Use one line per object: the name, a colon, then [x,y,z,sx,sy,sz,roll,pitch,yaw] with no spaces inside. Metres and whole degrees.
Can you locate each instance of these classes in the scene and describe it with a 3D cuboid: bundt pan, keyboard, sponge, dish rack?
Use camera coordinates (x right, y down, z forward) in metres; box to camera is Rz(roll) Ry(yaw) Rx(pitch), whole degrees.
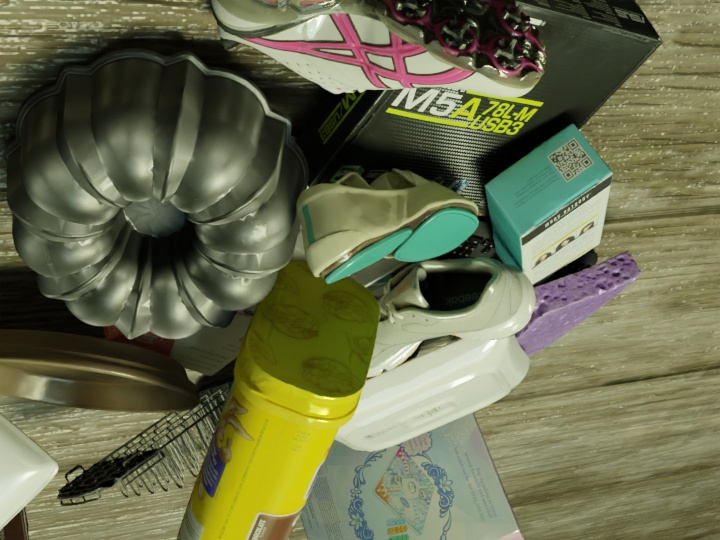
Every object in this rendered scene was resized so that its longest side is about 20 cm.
bundt pan: [-0.131,-0.034,0.733,0.200,0.076,0.203,-2,129,-2]
keyboard: [0.134,0.011,1.059,0.199,0.040,0.104,12,135,-41]
sponge: [0.172,0.045,1.078,0.111,0.030,0.200,-21,165,-21]
dish rack: [-0.157,0.149,0.981,0.200,0.055,0.153,-34,-174,-37]

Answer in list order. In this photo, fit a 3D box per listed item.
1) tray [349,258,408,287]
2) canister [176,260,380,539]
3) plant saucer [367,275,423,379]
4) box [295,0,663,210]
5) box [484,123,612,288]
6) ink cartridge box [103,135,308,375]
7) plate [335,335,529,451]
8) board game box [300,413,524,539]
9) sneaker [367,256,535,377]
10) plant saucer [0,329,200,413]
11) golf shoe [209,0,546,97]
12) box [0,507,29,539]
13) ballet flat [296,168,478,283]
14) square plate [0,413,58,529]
tray: [0.000,0.000,0.943,0.199,0.022,0.107,-30,-177,14]
canister: [-0.063,0.115,0.826,0.086,0.149,0.201,21,121,-4]
plant saucer: [0.022,0.064,1.077,0.069,0.019,0.201,6,145,-9]
box: [0.081,-0.123,0.810,0.199,0.048,0.193,4,143,-40]
box: [0.148,-0.042,0.913,0.082,0.049,0.200,-35,164,0]
ink cartridge box: [-0.090,-0.008,0.869,0.200,0.068,0.116,-37,145,24]
plate: [0.056,0.115,1.026,0.199,0.033,0.200,-24,162,6]
board game box: [0.034,0.208,1.146,0.198,0.201,0.043,-24,151,6]
sneaker: [0.031,0.027,0.902,0.199,0.076,0.092,-18,156,17]
plant saucer: [-0.222,0.079,0.891,0.198,0.030,0.200,5,164,1]
golf shoe: [0.010,-0.141,0.677,0.199,0.073,0.092,19,145,-1]
box: [-0.407,0.318,1.087,0.198,0.165,0.166,-9,147,-19]
ballet flat: [0.019,-0.040,0.783,0.069,0.070,0.200,-39,168,27]
square plate: [-0.353,0.147,0.814,0.198,0.200,0.028,-46,-170,2]
